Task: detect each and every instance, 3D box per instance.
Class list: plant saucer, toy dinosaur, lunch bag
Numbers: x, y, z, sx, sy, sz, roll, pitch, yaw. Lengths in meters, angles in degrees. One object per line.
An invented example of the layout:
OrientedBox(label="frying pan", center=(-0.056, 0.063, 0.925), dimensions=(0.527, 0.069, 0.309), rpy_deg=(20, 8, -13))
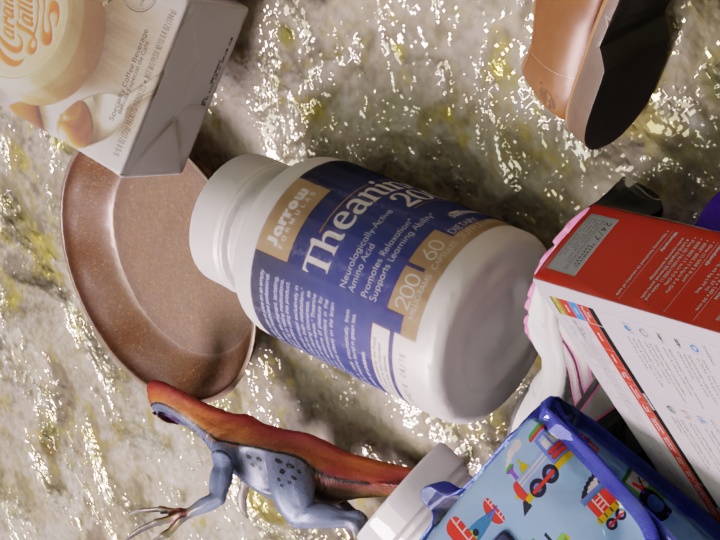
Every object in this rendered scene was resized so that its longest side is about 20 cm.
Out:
OrientedBox(label="plant saucer", center=(-0.131, -0.006, 1.015), dimensions=(0.200, 0.037, 0.201), rpy_deg=(19, 120, 37))
OrientedBox(label="toy dinosaur", center=(-0.057, 0.119, 0.971), dimensions=(0.200, 0.105, 0.182), rpy_deg=(-42, 81, 12))
OrientedBox(label="lunch bag", center=(0.108, 0.170, 0.716), dimensions=(0.200, 0.094, 0.151), rpy_deg=(43, 110, 20))

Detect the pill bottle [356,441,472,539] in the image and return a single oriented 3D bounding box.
OrientedBox(label="pill bottle", center=(0.096, 0.187, 0.812), dimensions=(0.200, 0.104, 0.104), rpy_deg=(41, 133, 8))

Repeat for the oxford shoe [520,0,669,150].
OrientedBox(label="oxford shoe", center=(0.117, -0.155, 0.684), dimensions=(0.071, 0.071, 0.200), rpy_deg=(43, 134, 28))

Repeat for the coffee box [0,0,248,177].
OrientedBox(label="coffee box", center=(-0.184, -0.151, 0.890), dimensions=(0.200, 0.080, 0.115), rpy_deg=(29, 105, 17))

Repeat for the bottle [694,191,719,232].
OrientedBox(label="bottle", center=(0.238, 0.033, 0.653), dimensions=(0.200, 0.065, 0.084), rpy_deg=(32, 135, 29))

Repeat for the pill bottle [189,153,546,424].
OrientedBox(label="pill bottle", center=(0.000, 0.000, 0.835), dimensions=(0.200, 0.111, 0.111), rpy_deg=(23, 123, 35))

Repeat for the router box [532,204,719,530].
OrientedBox(label="router box", center=(0.190, 0.071, 0.638), dimensions=(0.179, 0.049, 0.200), rpy_deg=(19, 152, 52))

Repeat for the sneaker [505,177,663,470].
OrientedBox(label="sneaker", center=(0.137, 0.045, 0.760), dimensions=(0.086, 0.080, 0.200), rpy_deg=(28, 138, 26))
